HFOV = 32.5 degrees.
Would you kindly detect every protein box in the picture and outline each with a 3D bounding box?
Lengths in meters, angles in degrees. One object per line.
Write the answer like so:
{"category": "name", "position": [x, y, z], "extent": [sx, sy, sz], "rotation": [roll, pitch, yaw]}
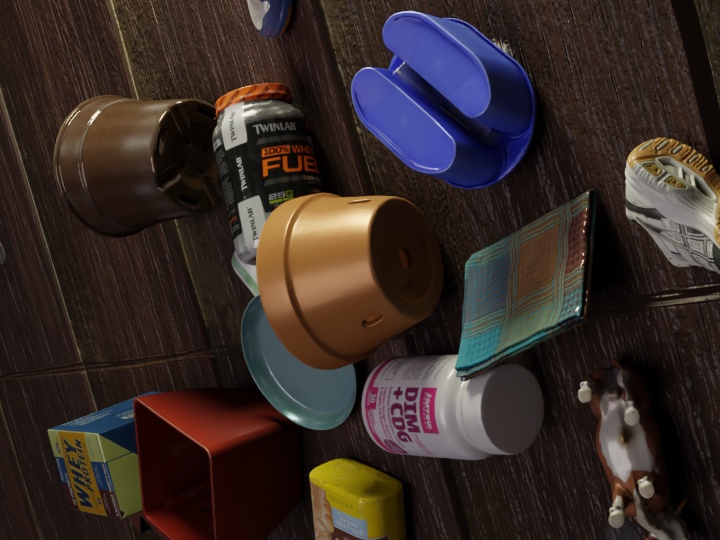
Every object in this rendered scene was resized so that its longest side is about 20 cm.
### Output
{"category": "protein box", "position": [-0.352, 0.285, 1.945], "extent": [0.199, 0.197, 0.137], "rotation": [-8, 99, 54]}

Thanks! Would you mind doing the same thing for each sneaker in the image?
{"category": "sneaker", "position": [-0.137, -0.374, 1.467], "extent": [0.075, 0.088, 0.202], "rotation": [13, 116, 47]}
{"category": "sneaker", "position": [0.308, -0.030, 1.061], "extent": [0.200, 0.075, 0.088], "rotation": [48, 154, 33]}

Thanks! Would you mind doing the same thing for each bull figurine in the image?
{"category": "bull figurine", "position": [0.261, 0.183, 1.174], "extent": [0.065, 0.121, 0.202], "rotation": [-20, 80, 18]}

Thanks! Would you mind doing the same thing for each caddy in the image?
{"category": "caddy", "position": [0.088, -0.173, 1.250], "extent": [0.200, 0.104, 0.142], "rotation": [46, 113, 31]}

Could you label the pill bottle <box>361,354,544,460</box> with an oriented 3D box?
{"category": "pill bottle", "position": [0.100, 0.150, 1.362], "extent": [0.199, 0.113, 0.115], "rotation": [-7, 99, 53]}

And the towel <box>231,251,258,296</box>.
{"category": "towel", "position": [-0.111, -0.032, 1.632], "extent": [0.149, 0.030, 0.201], "rotation": [49, 139, 27]}

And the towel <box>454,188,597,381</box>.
{"category": "towel", "position": [0.162, 0.016, 1.231], "extent": [0.200, 0.022, 0.148], "rotation": [-34, 40, 52]}

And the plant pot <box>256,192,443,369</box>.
{"category": "plant pot", "position": [0.000, 0.000, 1.383], "extent": [0.139, 0.199, 0.202], "rotation": [-16, 93, 37]}

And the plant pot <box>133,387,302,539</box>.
{"category": "plant pot", "position": [-0.190, 0.276, 1.748], "extent": [0.199, 0.175, 0.202], "rotation": [25, 123, 45]}

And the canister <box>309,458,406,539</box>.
{"category": "canister", "position": [0.001, 0.362, 1.613], "extent": [0.148, 0.086, 0.202], "rotation": [15, 115, 49]}

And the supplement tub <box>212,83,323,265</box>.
{"category": "supplement tub", "position": [-0.111, -0.116, 1.503], "extent": [0.122, 0.121, 0.202], "rotation": [-26, 76, 54]}

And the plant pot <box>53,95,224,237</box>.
{"category": "plant pot", "position": [-0.279, -0.147, 1.683], "extent": [0.197, 0.199, 0.203], "rotation": [0, 105, 44]}

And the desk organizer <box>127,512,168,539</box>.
{"category": "desk organizer", "position": [-0.331, 0.421, 2.087], "extent": [0.199, 0.071, 0.078], "rotation": [35, 133, 40]}

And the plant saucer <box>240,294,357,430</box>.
{"category": "plant saucer", "position": [-0.077, 0.114, 1.625], "extent": [0.199, 0.027, 0.202], "rotation": [19, 123, 33]}
